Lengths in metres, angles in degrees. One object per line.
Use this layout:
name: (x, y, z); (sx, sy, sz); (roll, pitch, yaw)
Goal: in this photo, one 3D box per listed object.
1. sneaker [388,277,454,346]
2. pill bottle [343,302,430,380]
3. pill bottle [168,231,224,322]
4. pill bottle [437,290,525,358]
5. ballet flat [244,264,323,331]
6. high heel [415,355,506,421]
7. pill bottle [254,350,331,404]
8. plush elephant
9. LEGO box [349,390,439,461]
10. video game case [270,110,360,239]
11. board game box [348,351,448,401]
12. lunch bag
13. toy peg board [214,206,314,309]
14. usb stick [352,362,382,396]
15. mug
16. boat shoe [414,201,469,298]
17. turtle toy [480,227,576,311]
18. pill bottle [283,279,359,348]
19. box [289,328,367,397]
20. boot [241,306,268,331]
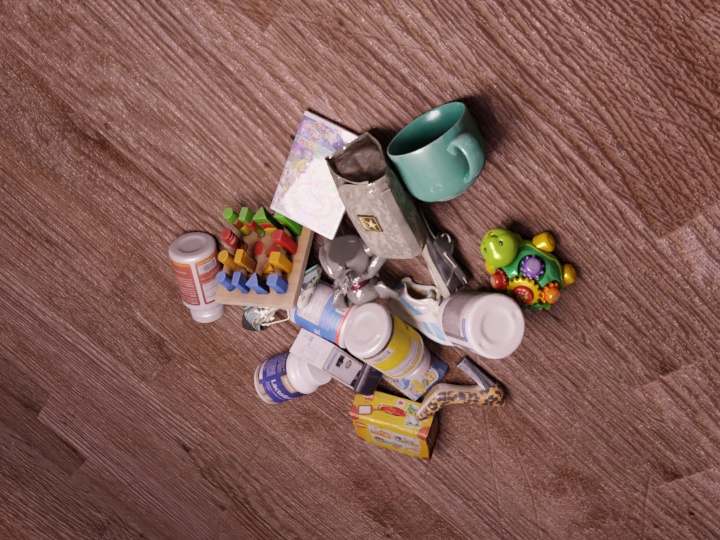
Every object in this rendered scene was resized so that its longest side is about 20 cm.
sneaker: (0.156, 0.087, 1.331); (0.197, 0.077, 0.082); (25, 131, 5)
pill bottle: (0.062, 0.154, 1.315); (0.109, 0.114, 0.199); (-10, 148, 33)
pill bottle: (-0.381, 0.020, 1.533); (0.110, 0.113, 0.203); (11, 129, 19)
pill bottle: (0.218, 0.096, 1.208); (0.114, 0.114, 0.200); (42, 173, -9)
ballet flat: (-0.150, 0.063, 1.354); (0.198, 0.075, 0.075); (-31, 111, 11)
high heel: (0.224, 0.305, 1.440); (0.142, 0.071, 0.201); (40, 111, 0)
pill bottle: (-0.165, 0.256, 1.602); (0.198, 0.116, 0.116); (-25, 112, 38)
plush elephant: (0.000, 0.000, 1.297); (0.161, 0.203, 0.156); (-3, 143, 20)
LEGO box: (0.085, 0.373, 1.564); (0.196, 0.078, 0.150); (12, 145, 19)
video game case: (-0.077, -0.180, 1.229); (0.141, 0.018, 0.203); (26, 109, 7)
board game box: (0.085, 0.203, 1.484); (0.198, 0.035, 0.136); (36, 133, -2)
lunch bag: (0.031, -0.122, 1.126); (0.116, 0.201, 0.165); (-31, 122, 0)
toy peg board: (-0.215, -0.038, 1.326); (0.196, 0.203, 0.098); (2, 157, 26)
usb stick: (0.041, 0.188, 1.417); (0.054, 0.033, 0.203); (15, 109, -24)
mug: (0.133, -0.180, 1.060); (0.150, 0.186, 0.115); (-25, 117, 20)
boat shoe: (0.148, -0.048, 1.250); (0.067, 0.072, 0.203); (-28, 106, 0)
turtle toy: (0.291, 0.000, 1.173); (0.144, 0.102, 0.201); (-26, 110, 39)
pill bottle: (-0.093, 0.080, 1.423); (0.197, 0.112, 0.114); (25, 134, 20)
box: (-0.056, 0.213, 1.466); (0.115, 0.061, 0.200); (21, 167, 41)
boot: (-0.226, 0.040, 1.466); (0.066, 0.133, 0.202); (8, 141, -10)
